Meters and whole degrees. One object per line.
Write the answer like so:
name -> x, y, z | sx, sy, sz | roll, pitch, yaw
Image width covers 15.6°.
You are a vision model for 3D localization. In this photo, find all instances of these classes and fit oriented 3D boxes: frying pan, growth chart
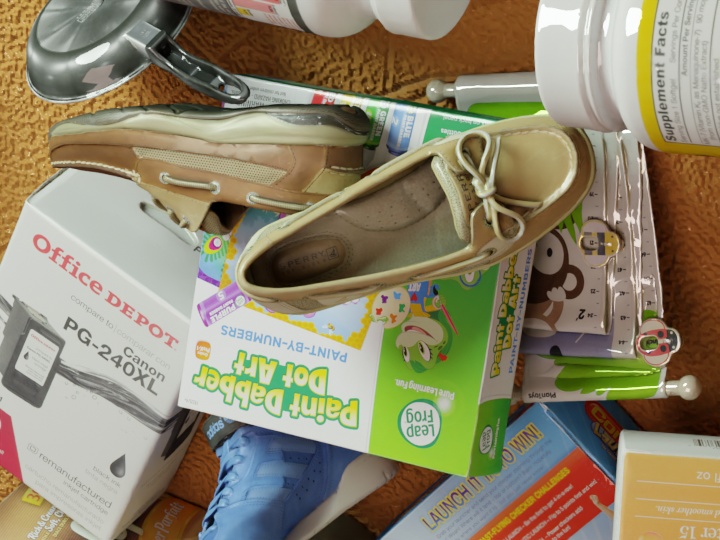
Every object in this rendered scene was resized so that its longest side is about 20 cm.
frying pan -> -0.138, -0.123, 1.491 | 0.115, 0.190, 0.031 | -33, 127, 4
growth chart -> 0.108, -0.018, 1.469 | 0.144, 0.018, 0.201 | -10, 93, 31

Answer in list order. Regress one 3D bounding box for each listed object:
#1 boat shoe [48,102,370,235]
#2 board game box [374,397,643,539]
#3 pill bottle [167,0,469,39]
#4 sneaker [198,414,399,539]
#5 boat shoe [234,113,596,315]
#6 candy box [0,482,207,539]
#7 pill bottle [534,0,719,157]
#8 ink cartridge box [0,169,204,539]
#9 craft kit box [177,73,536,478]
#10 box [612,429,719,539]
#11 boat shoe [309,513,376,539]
boat shoe -> -0.088, -0.056, 1.472 | 0.199, 0.076, 0.074 | 2, 96, 30
board game box -> 0.126, 0.186, 1.572 | 0.196, 0.056, 0.200 | 47, 129, 1
pill bottle -> -0.040, -0.191, 1.428 | 0.199, 0.116, 0.117 | 15, 122, 24
sneaker -> -0.074, 0.125, 1.571 | 0.111, 0.200, 0.077 | 54, 145, 1
boat shoe -> 0.030, -0.028, 1.390 | 0.199, 0.063, 0.074 | -18, 89, 5
candy box -> -0.144, 0.197, 1.702 | 0.199, 0.115, 0.056 | 20, 124, 20
pill bottle -> 0.197, -0.113, 1.330 | 0.199, 0.114, 0.115 | 7, 119, 28
ink cartridge box -> -0.164, 0.048, 1.653 | 0.145, 0.083, 0.201 | 35, 128, 10
craft kit box -> 0.000, 0.000, 1.487 | 0.199, 0.048, 0.199 | 11, 98, 30
box -> 0.197, 0.195, 1.441 | 0.124, 0.097, 0.201 | 3, 94, 5
boat shoe -> 0.011, 0.225, 1.650 | 0.201, 0.074, 0.063 | 44, 121, -3
